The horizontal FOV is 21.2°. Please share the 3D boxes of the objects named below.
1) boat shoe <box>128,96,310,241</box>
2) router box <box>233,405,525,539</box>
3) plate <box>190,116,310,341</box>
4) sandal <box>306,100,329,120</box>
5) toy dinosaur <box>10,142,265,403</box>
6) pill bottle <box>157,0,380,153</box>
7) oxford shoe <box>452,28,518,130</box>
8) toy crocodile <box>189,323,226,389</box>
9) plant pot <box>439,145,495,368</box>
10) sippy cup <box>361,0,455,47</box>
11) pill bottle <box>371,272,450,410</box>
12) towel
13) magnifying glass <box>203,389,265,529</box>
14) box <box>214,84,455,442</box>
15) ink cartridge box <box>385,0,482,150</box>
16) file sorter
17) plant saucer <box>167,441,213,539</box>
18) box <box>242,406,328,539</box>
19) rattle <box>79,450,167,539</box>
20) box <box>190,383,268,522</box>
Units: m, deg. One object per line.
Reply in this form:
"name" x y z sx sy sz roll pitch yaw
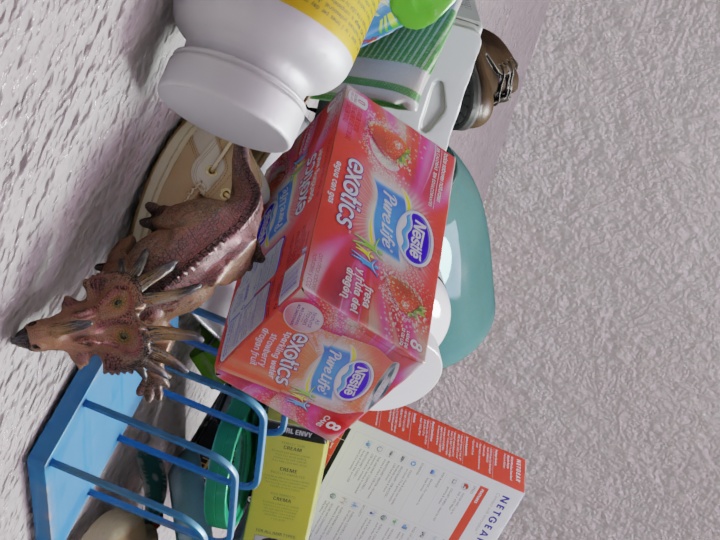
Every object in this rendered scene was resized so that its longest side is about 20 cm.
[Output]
"boat shoe" -0.090 -0.063 1.248 0.074 0.069 0.201 97 16 -62
"router box" 0.006 0.200 1.511 0.049 0.179 0.200 -79 -164 -61
"plate" -0.050 0.004 1.523 0.200 0.032 0.200 48 54 -37
"sandal" -0.030 -0.186 1.458 0.075 0.048 0.201 -17 114 -85
"toy dinosaur" -0.104 -0.002 1.110 0.200 0.086 0.136 -50 -177 -14
"pill bottle" -0.041 -0.176 1.123 0.112 0.112 0.201 81 31 -75
"oxford shoe" 0.099 -0.168 1.621 0.200 0.084 0.073 -95 -159 -63
"toy crocodile" -0.084 0.014 1.559 0.068 0.062 0.200 55 47 -32
"plant pot" 0.023 -0.030 1.710 0.201 0.200 0.161 -61 157 -46
"sippy cup" 0.009 -0.213 1.252 0.130 0.140 0.178 -35 180 1
"pill bottle" 0.000 0.000 1.393 0.113 0.112 0.200 103 -21 -46
"towel" 0.016 -0.205 1.354 0.023 0.152 0.201 47 61 -49
"magnifying glass" -0.081 0.098 1.412 0.080 0.022 0.201 84 19 -53
"box" -0.014 -0.007 1.225 0.103 0.094 0.200 -43 -156 36
"ink cartridge box" 0.031 -0.175 1.531 0.200 0.082 0.146 -95 -159 -63
"file sorter" -0.120 0.099 1.279 0.139 0.122 0.200 101 12 -57
"plant saucer" -0.123 0.232 1.466 0.200 0.027 0.201 173 -90 -83
"box" -0.059 0.177 1.437 0.075 0.050 0.201 -78 179 -60
"rattle" -0.144 0.230 1.428 0.200 0.142 0.131 -45 137 -57
"box" -0.046 0.175 1.601 0.158 0.199 0.050 125 -12 -57
